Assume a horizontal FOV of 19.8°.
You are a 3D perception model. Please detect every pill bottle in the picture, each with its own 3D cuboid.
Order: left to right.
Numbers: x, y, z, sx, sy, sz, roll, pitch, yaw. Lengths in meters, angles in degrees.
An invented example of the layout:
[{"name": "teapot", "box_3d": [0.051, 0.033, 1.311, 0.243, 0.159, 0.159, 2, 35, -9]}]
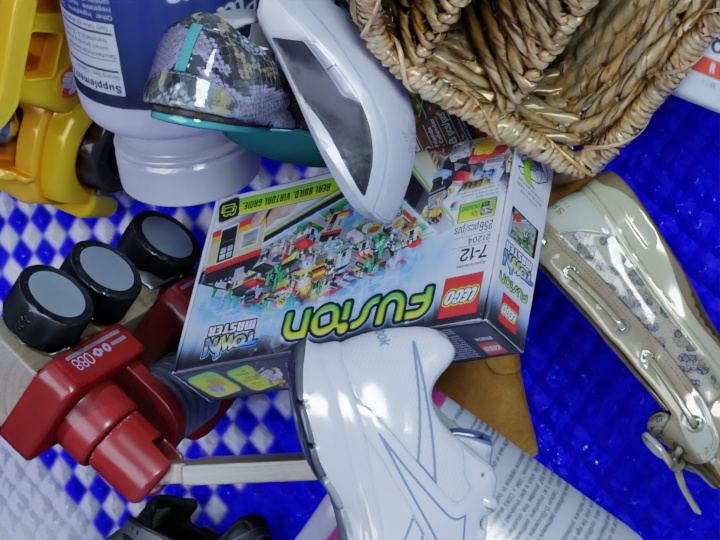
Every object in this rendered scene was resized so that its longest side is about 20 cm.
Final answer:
[{"name": "pill bottle", "box_3d": [-0.107, -0.141, 1.129, 0.111, 0.111, 0.201, 17, 128, 34]}, {"name": "pill bottle", "box_3d": [0.075, 0.155, 1.049, 0.200, 0.113, 0.114, 35, 119, 3]}]

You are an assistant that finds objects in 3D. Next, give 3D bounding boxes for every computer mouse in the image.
[{"name": "computer mouse", "box_3d": [-0.017, -0.119, 1.006, 0.044, 0.110, 0.201, -27, 90, 16]}]

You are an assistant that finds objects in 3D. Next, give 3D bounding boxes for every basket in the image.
[{"name": "basket", "box_3d": [0.078, -0.157, 0.929, 0.200, 0.142, 0.150, -51, 47, 44]}]

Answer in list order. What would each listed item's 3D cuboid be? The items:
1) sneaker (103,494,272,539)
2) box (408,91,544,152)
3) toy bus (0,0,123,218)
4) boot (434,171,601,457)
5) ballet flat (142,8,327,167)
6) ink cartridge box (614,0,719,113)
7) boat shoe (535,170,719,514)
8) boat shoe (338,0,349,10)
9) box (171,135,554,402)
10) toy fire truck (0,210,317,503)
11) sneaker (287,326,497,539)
[{"name": "sneaker", "box_3d": [-0.129, 0.179, 1.271, 0.199, 0.071, 0.083, -7, 88, 33]}, {"name": "box", "box_3d": [0.016, -0.139, 1.123, 0.137, 0.039, 0.201, -31, 78, 37]}, {"name": "toy bus", "box_3d": [-0.212, -0.128, 1.205, 0.135, 0.192, 0.201, 28, 115, 29]}, {"name": "boot", "box_3d": [0.069, 0.032, 1.104, 0.201, 0.071, 0.145, -24, 95, 30]}, {"name": "ballet flat", "box_3d": [-0.049, -0.095, 1.047, 0.072, 0.200, 0.072, -1, 86, 17]}, {"name": "ink cartridge box", "box_3d": [0.163, -0.184, 0.965, 0.162, 0.050, 0.201, 33, 121, 52]}, {"name": "boat shoe", "box_3d": [0.149, 0.050, 1.017, 0.062, 0.073, 0.201, -29, 78, -1]}, {"name": "boat shoe", "box_3d": [-0.026, -0.184, 1.086, 0.068, 0.056, 0.201, -15, 88, 37]}, {"name": "box", "box_3d": [0.000, 0.000, 1.046, 0.199, 0.035, 0.111, -12, 53, 36]}, {"name": "toy fire truck", "box_3d": [-0.099, 0.069, 1.169, 0.200, 0.176, 0.129, 43, 121, 9]}, {"name": "sneaker", "box_3d": [0.028, 0.120, 0.959, 0.087, 0.075, 0.201, -16, 100, -4]}]
